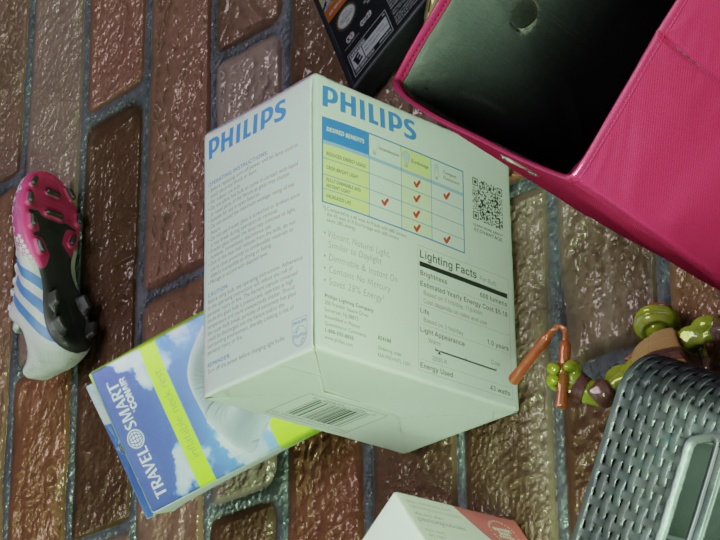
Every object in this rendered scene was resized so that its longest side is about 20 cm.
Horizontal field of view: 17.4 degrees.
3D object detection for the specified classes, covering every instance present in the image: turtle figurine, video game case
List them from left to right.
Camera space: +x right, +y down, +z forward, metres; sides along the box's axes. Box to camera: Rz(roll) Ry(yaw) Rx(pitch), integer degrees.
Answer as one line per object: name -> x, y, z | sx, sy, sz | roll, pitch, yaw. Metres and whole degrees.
video game case -> 0.032, -0.267, 1.845 | 0.200, 0.025, 0.181 | -49, 44, 29
turtle figurine -> 0.184, 0.075, 1.485 | 0.199, 0.064, 0.162 | -25, 35, 23

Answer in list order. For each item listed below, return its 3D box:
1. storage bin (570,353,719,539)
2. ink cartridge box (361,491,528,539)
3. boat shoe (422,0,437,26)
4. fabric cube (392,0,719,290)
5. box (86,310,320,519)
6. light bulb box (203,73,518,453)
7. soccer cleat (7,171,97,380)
storage bin -> 0.226, 0.136, 1.306 | 0.094, 0.199, 0.136 | 17, 90, 51
ink cartridge box -> 0.088, 0.239, 1.511 | 0.068, 0.116, 0.200 | -56, 42, 21
boat shoe -> 0.097, -0.209, 1.703 | 0.067, 0.072, 0.201 | 21, 103, 30
fabric cube -> 0.180, -0.125, 1.440 | 0.196, 0.199, 0.201 | 33, 92, 50
box -> -0.112, 0.096, 1.782 | 0.199, 0.048, 0.123 | -28, 81, 17
light bulb box -> 0.000, 0.000, 1.643 | 0.124, 0.197, 0.201 | -23, 58, 42
soccer cleat -> -0.289, 0.005, 2.107 | 0.086, 0.070, 0.201 | -40, 49, 35
